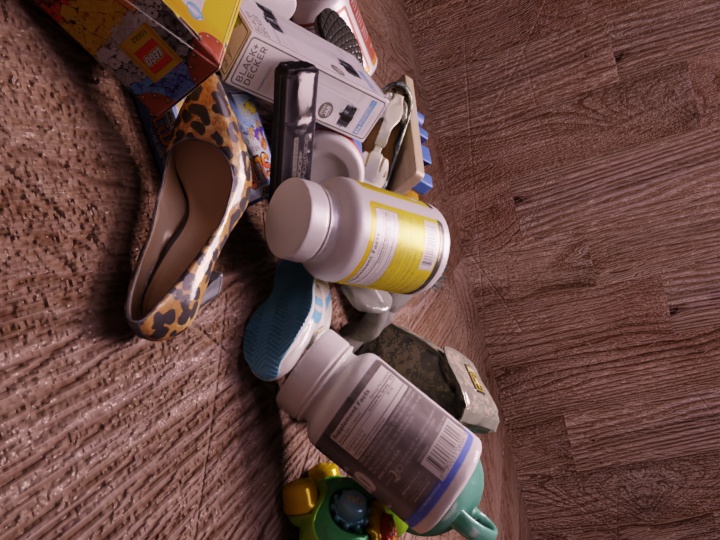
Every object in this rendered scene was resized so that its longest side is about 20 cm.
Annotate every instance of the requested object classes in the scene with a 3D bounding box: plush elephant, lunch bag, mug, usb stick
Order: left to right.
[{"bbox_3d":[-0.074,-0.121,0.695,0.055,0.032,0.204,-26,133,-45],"label":"usb stick"},{"bbox_3d":[0.000,0.000,0.869,0.154,0.197,0.168,34,49,-40],"label":"plush elephant"},{"bbox_3d":[0.106,0.166,0.947,0.119,0.198,0.164,-62,147,-3],"label":"lunch bag"},{"bbox_3d":[0.109,0.306,0.933,0.114,0.181,0.156,28,68,-64],"label":"mug"}]

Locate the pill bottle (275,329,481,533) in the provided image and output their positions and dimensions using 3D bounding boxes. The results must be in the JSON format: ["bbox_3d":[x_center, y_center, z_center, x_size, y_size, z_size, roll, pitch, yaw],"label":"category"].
[{"bbox_3d":[0.016,0.160,0.664,0.199,0.115,0.114,38,14,8],"label":"pill bottle"}]

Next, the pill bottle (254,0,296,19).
[{"bbox_3d":[-0.137,-0.401,0.762,0.115,0.113,0.205,16,63,-72],"label":"pill bottle"}]

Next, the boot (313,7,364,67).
[{"bbox_3d":[-0.049,-0.274,0.970,0.068,0.129,0.203,-47,118,-42],"label":"boot"}]

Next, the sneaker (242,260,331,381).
[{"bbox_3d":[-0.069,0.058,0.708,0.201,0.075,0.082,-72,147,-58],"label":"sneaker"}]

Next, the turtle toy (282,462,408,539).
[{"bbox_3d":[-0.005,0.281,0.698,0.200,0.099,0.149,10,67,-73],"label":"turtle toy"}]

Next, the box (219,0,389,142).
[{"bbox_3d":[-0.073,-0.231,0.732,0.197,0.060,0.118,14,35,-40],"label":"box"}]

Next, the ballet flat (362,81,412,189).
[{"bbox_3d":[0.024,-0.174,0.906,0.074,0.073,0.204,28,78,-69],"label":"ballet flat"}]

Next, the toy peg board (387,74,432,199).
[{"bbox_3d":[0.048,-0.159,1.025,0.097,0.198,0.204,21,50,-33],"label":"toy peg board"}]

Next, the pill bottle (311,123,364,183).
[{"bbox_3d":[-0.054,-0.172,0.860,0.202,0.110,0.113,-97,165,-54],"label":"pill bottle"}]

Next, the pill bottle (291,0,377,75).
[{"bbox_3d":[-0.052,-0.414,1.077,0.114,0.110,0.202,-88,158,-44],"label":"pill bottle"}]

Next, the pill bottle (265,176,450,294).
[{"bbox_3d":[-0.002,-0.039,0.709,0.197,0.110,0.114,12,62,-42],"label":"pill bottle"}]

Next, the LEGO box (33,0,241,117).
[{"bbox_3d":[-0.173,-0.252,0.523,0.149,0.076,0.203,44,32,-36],"label":"LEGO box"}]

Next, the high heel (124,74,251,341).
[{"bbox_3d":[-0.136,-0.052,0.494,0.143,0.070,0.205,-59,155,-75],"label":"high heel"}]

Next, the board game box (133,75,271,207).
[{"bbox_3d":[-0.146,-0.127,0.658,0.200,0.034,0.138,-54,129,-70],"label":"board game box"}]
